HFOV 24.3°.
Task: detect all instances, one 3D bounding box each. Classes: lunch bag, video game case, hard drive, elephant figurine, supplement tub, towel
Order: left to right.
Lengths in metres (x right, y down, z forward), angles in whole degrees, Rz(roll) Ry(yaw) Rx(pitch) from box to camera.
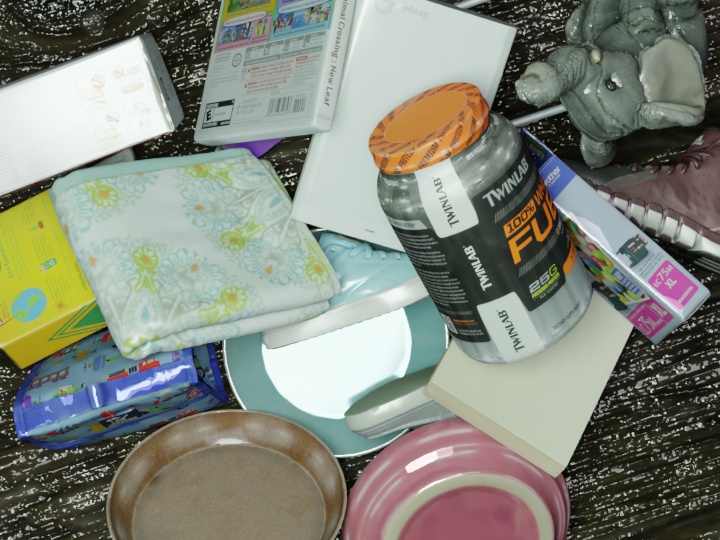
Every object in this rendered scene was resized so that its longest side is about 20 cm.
[{"bbox_3d":[-0.199,0.092,1.381,0.149,0.200,0.095,-16,89,1],"label":"lunch bag"},{"bbox_3d":[-0.133,-0.020,1.356,0.199,0.048,0.172,-12,53,-30],"label":"towel"},{"bbox_3d":[-0.067,-0.198,1.385,0.022,0.199,0.184,15,82,-32],"label":"video game case"},{"bbox_3d":[0.033,-0.120,1.354,0.131,0.026,0.202,16,106,-8],"label":"hard drive"},{"bbox_3d":[0.091,-0.037,1.305,0.122,0.123,0.201,-30,117,0],"label":"supplement tub"},{"bbox_3d":[0.210,-0.151,1.369,0.154,0.142,0.201,18,54,5],"label":"elephant figurine"}]

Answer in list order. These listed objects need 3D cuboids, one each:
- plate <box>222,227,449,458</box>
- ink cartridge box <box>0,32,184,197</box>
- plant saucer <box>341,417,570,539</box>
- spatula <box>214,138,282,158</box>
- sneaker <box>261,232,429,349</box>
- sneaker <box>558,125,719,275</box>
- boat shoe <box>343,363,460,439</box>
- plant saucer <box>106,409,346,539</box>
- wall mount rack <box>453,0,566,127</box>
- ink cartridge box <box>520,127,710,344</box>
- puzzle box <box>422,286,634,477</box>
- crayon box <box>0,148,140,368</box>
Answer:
[{"bbox_3d":[-0.022,0.063,1.467,0.198,0.026,0.202,0,90,0],"label":"plate"},{"bbox_3d":[-0.255,-0.127,1.404,0.199,0.176,0.084,-21,100,1],"label":"ink cartridge box"},{"bbox_3d":[0.084,0.222,1.409,0.199,0.051,0.202,-4,116,-9],"label":"plant saucer"},{"bbox_3d":[-0.143,-0.078,1.469,0.200,0.021,0.057,-45,69,4],"label":"spatula"},{"bbox_3d":[0.000,0.000,1.419,0.198,0.074,0.083,-19,92,0],"label":"sneaker"},{"bbox_3d":[0.261,-0.083,1.448,0.199,0.076,0.116,23,82,-6],"label":"sneaker"},{"bbox_3d":[0.084,0.115,1.423,0.199,0.070,0.072,-19,96,-21],"label":"boat shoe"},{"bbox_3d":[-0.110,0.198,1.388,0.198,0.201,0.035,1,133,1],"label":"plant saucer"},{"bbox_3d":[0.104,-0.167,1.431,0.173,0.074,0.201,-31,111,-36],"label":"wall mount rack"},{"bbox_3d":[0.192,-0.025,1.388,0.200,0.119,0.042,44,81,7],"label":"ink cartridge box"},{"bbox_3d":[0.151,0.060,1.411,0.132,0.025,0.201,32,55,1],"label":"puzzle box"},{"bbox_3d":[-0.258,-0.005,1.433,0.199,0.051,0.128,-26,61,1],"label":"crayon box"}]
